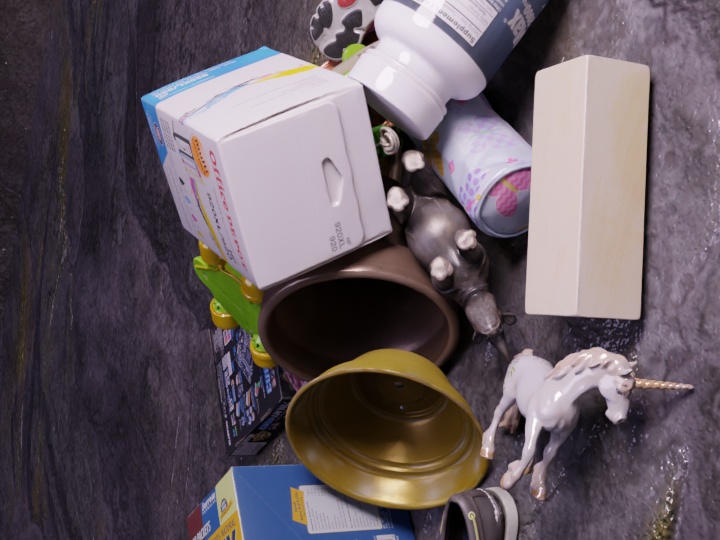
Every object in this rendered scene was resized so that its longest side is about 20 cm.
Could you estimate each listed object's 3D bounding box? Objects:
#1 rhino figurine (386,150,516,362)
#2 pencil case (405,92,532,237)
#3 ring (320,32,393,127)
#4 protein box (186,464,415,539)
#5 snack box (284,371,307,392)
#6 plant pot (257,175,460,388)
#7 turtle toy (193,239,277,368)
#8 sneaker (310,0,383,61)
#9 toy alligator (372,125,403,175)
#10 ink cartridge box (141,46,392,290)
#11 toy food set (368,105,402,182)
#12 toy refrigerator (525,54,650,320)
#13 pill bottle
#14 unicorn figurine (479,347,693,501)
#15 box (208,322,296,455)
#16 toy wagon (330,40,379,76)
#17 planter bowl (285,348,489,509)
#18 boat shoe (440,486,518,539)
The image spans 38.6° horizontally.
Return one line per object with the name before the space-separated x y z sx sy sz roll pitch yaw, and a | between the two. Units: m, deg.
rhino figurine | 0.086 -0.007 0.921 0.201 0.059 0.087 61 -177 16
pencil case | 0.106 -0.118 0.962 0.201 0.090 0.084 -118 21 -44
ring | -0.008 -0.187 1.141 0.199 0.019 0.202 -25 41 23
protein box | -0.053 0.318 1.067 0.135 0.198 0.201 -50 45 45
snack box | -0.075 0.032 1.234 0.201 0.053 0.143 56 134 23
plant pot | 0.000 0.000 1.055 0.201 0.198 0.176 -53 26 43
turtle toy | -0.122 0.002 1.159 0.200 0.101 0.147 40 148 31
sneaker | 0.022 -0.318 1.141 0.199 0.083 0.081 -32 100 39
toy alligator | 0.015 -0.121 0.987 0.060 0.054 0.200 69 161 -8
ink cartridge box | -0.089 -0.101 0.953 0.200 0.143 0.149 32 142 55
toy food set | -0.015 -0.119 1.206 0.200 0.048 0.200 41 121 55
toy refrigerator | 0.186 -0.063 0.834 0.076 0.069 0.203 177 97 -67
pill bottle | 0.082 -0.222 0.906 0.201 0.119 0.119 -53 35 -1
unicorn figurine | 0.157 0.115 0.848 0.200 0.073 0.139 34 106 62
box | -0.140 0.122 1.393 0.199 0.049 0.202 -47 48 47
toy wagon | 0.014 -0.215 1.067 0.040 0.199 0.155 59 166 -19
planter bowl | 0.032 0.138 1.004 0.201 0.199 0.084 -55 12 41
boat shoe | 0.096 0.301 0.948 0.071 0.060 0.204 11 96 60
